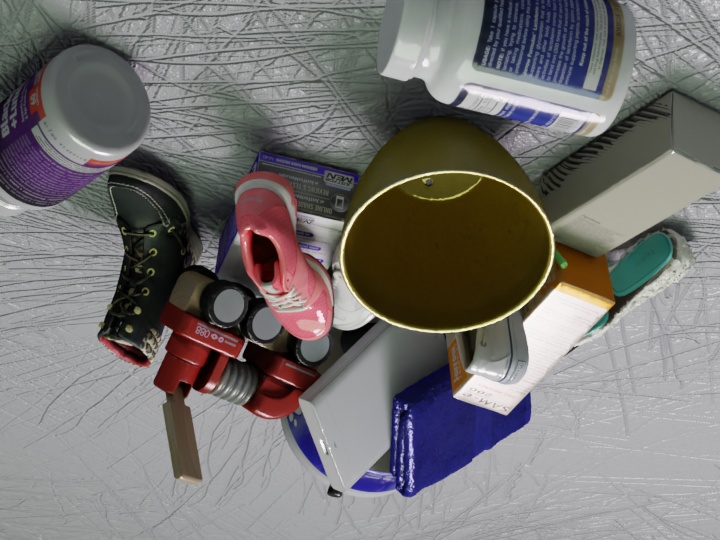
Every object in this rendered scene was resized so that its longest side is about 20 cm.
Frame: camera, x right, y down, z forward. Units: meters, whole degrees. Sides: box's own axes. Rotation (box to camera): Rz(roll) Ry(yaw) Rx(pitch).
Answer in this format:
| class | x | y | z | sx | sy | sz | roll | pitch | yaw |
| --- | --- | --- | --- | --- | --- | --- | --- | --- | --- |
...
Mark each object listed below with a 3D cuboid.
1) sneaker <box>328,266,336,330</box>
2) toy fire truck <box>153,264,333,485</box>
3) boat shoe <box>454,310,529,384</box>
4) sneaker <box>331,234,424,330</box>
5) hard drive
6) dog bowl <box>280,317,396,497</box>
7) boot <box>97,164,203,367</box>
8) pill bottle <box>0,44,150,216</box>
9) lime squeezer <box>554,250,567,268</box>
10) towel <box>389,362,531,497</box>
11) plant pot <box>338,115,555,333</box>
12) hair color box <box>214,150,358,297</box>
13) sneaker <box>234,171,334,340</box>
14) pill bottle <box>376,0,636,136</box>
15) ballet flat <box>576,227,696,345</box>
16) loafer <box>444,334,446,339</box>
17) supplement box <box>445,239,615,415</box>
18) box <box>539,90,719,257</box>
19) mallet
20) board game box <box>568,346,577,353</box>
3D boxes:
| class | x | y | z | sx | sy | sz | roll | pitch | yaw |
| --- | --- | --- | --- | --- | --- | --- | --- | --- | --- |
| sneaker | 0.008 | 0.021 | 1.865 | 0.199 | 0.076 | 0.084 | -13 | 155 | 39 |
| toy fire truck | -0.137 | 0.121 | 1.760 | 0.175 | 0.201 | 0.128 | 26 | 179 | -32 |
| boat shoe | 0.117 | 0.022 | 1.688 | 0.066 | 0.201 | 0.074 | 11 | 132 | -25 |
| sneaker | 0.000 | 0.000 | 1.736 | 0.099 | 0.075 | 0.199 | 29 | 149 | -24 |
| hard drive | 0.022 | 0.129 | 1.843 | 0.026 | 0.200 | 0.133 | 17 | 138 | 42 |
| dog bowl | 0.010 | 0.158 | 1.970 | 0.198 | 0.202 | 0.079 | 15 | 150 | -17 |
| boot | -0.231 | -0.003 | 1.759 | 0.073 | 0.155 | 0.204 | 11 | 156 | 18 |
| pill bottle | -0.295 | -0.124 | 1.599 | 0.111 | 0.112 | 0.199 | 24 | 146 | -31 |
| lime squeezer | 0.125 | -0.048 | 1.695 | 0.198 | 0.071 | 0.038 | 9 | 135 | 29 |
| towel | 0.111 | 0.152 | 1.882 | 0.049 | 0.199 | 0.149 | 31 | 137 | 39 |
| plant pot | 0.077 | -0.061 | 1.590 | 0.198 | 0.143 | 0.201 | -1 | 132 | -1 |
| hair color box | -0.081 | -0.040 | 1.767 | 0.108 | 0.065 | 0.200 | 13 | 152 | -12 |
| sneaker | -0.083 | 0.004 | 1.658 | 0.073 | 0.087 | 0.201 | -9 | 127 | 17 |
| pill bottle | 0.119 | -0.187 | 1.406 | 0.198 | 0.117 | 0.116 | 12 | 151 | -12 |
| ballet flat | 0.274 | 0.028 | 1.795 | 0.199 | 0.072 | 0.072 | -34 | 135 | 28 |
| loafer | 0.114 | 0.085 | 1.964 | 0.199 | 0.071 | 0.068 | 22 | 110 | -19 |
| supplement box | 0.170 | 0.037 | 1.748 | 0.073 | 0.127 | 0.200 | 19 | 131 | -23 |
| box | 0.260 | -0.088 | 1.613 | 0.082 | 0.069 | 0.200 | 21 | 148 | -27 |
| mallet | 0.000 | 0.152 | 1.875 | 0.041 | 0.202 | 0.066 | 26 | 152 | -38 |
| board game box | 0.176 | 0.034 | 1.888 | 0.198 | 0.035 | 0.135 | 17 | 150 | -19 |
